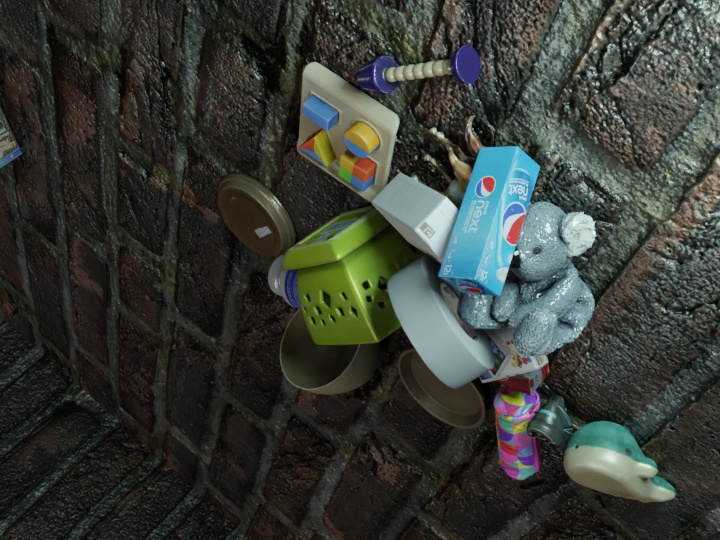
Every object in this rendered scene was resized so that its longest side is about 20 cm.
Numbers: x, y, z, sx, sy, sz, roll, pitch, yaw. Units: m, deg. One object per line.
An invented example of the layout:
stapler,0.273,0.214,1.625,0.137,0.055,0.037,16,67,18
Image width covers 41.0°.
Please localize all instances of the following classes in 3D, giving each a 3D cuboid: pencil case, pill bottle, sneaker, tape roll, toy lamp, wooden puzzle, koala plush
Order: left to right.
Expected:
pill bottle,-0.081,0.025,1.825,0.200,0.112,0.112,14,137,43
wooden puzzle,-0.032,-0.213,1.559,0.185,0.046,0.200,36,147,15
toy lamp,0.075,-0.280,1.351,0.200,0.058,0.058,3,129,44
tape roll,0.123,0.078,1.461,0.066,0.200,0.200,-33,103,16
pencil case,0.286,0.291,1.730,0.088,0.088,0.200,23,144,32
koala plush,0.256,-0.010,1.382,0.177,0.184,0.200,26,124,48
sneaker,0.346,0.282,1.667,0.075,0.079,0.200,18,160,29

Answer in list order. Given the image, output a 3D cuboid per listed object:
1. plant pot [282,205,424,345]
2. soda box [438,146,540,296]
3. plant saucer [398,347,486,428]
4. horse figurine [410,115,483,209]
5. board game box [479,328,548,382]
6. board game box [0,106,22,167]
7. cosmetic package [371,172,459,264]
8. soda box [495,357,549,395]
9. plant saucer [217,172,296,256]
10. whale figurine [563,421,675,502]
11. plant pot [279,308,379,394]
plant pot,0.000,0.000,1.633,0.200,0.199,0.182,-10,112,54
soda box,0.179,-0.069,1.329,0.068,0.200,0.064,5,161,46
plant saucer,0.159,0.218,1.832,0.200,0.029,0.200,31,146,24
horse figurine,0.145,-0.140,1.434,0.133,0.050,0.200,46,152,13
board game box,0.209,0.075,1.550,0.126,0.035,0.200,-22,92,48
board game box,-0.971,-0.371,2.423,0.159,0.097,0.200,24,143,31
cosmetic package,0.100,-0.075,1.449,0.102,0.074,0.200,44,178,-25
soda box,0.221,0.138,1.649,0.200,0.063,0.070,22,140,35
plant saucer,-0.212,-0.104,1.911,0.200,0.029,0.200,29,144,24
whale figurine,0.434,0.320,1.601,0.200,0.104,0.159,28,153,-20
plant pot,-0.038,0.160,1.886,0.200,0.200,0.134,11,163,43
